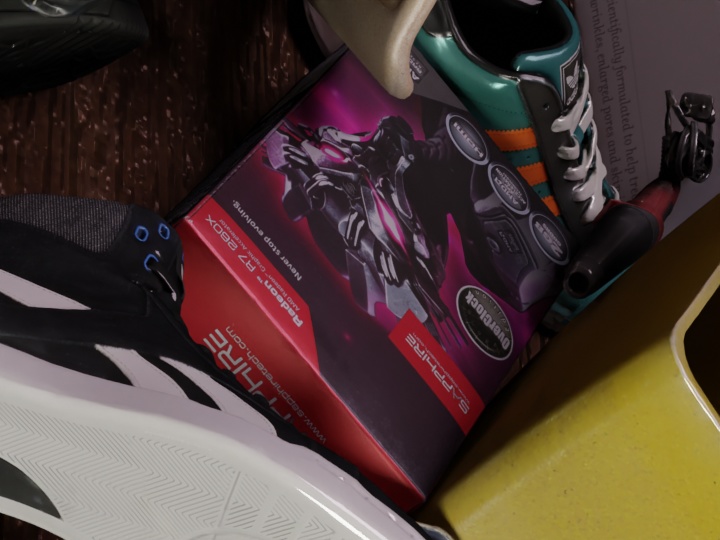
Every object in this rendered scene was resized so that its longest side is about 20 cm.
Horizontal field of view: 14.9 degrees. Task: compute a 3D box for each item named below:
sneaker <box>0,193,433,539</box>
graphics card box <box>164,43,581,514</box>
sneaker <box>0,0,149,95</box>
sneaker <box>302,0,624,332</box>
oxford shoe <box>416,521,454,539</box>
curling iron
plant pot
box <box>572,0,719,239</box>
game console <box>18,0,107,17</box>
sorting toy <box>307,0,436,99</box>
[{"bbox_3d":[-0.050,0.034,0.787,0.200,0.073,0.112,25,37,5],"label":"sneaker"},{"bbox_3d":[0.000,0.000,0.977,0.126,0.051,0.200,50,31,-6],"label":"graphics card box"},{"bbox_3d":[-0.149,-0.112,0.850,0.200,0.060,0.104,-6,72,-54],"label":"sneaker"},{"bbox_3d":[0.065,-0.056,1.091,0.200,0.080,0.071,50,32,-24],"label":"sneaker"},{"bbox_3d":[-0.043,0.099,0.816,0.200,0.075,0.071,-10,74,-58],"label":"oxford shoe"},{"bbox_3d":[0.106,-0.026,1.069,0.200,0.025,0.050,-43,140,-62],"label":"curling iron"},{"bbox_3d":[0.117,0.101,0.950,0.200,0.176,0.200,56,32,-7],"label":"plant pot"},{"bbox_3d":[0.215,-0.064,1.205,0.131,0.200,0.199,35,39,-40],"label":"box"},{"bbox_3d":[-0.123,-0.160,0.890,0.200,0.116,0.176,49,47,5],"label":"game console"},{"bbox_3d":[0.024,-0.179,0.980,0.036,0.200,0.185,21,14,-23],"label":"sorting toy"}]
